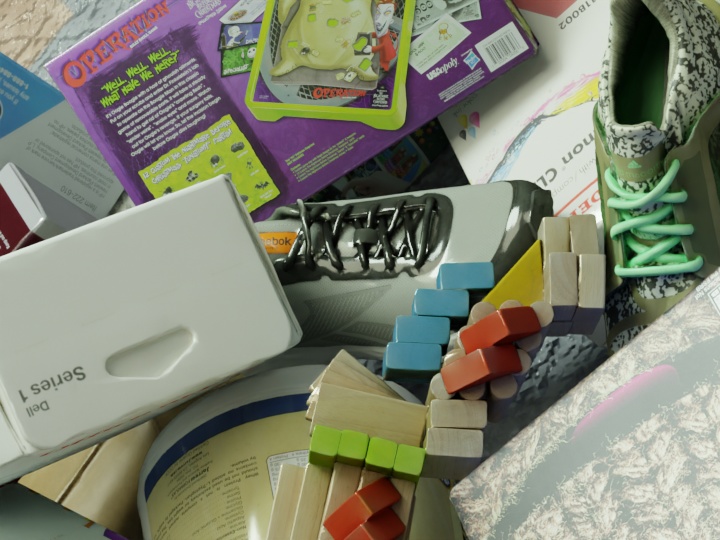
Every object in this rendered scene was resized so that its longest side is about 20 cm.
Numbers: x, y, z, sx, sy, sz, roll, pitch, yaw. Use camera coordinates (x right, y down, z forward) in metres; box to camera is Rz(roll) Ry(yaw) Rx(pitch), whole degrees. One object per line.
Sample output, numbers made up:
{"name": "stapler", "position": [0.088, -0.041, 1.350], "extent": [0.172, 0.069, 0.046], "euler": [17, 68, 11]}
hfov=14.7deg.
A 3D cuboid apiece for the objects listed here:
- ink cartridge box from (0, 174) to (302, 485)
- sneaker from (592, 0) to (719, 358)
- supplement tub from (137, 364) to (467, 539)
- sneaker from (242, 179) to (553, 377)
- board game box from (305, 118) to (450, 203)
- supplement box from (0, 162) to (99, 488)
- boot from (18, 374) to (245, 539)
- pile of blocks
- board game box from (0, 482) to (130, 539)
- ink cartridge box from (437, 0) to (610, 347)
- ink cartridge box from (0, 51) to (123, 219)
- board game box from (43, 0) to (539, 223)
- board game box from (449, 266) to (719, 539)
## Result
{"name": "ink cartridge box", "position": [-0.138, 0.040, 1.229], "extent": [0.200, 0.146, 0.085], "euler": [-29, 85, 58]}
{"name": "sneaker", "position": [0.119, -0.031, 1.144], "extent": [0.077, 0.089, 0.201], "euler": [-10, 73, 28]}
{"name": "supplement tub", "position": [-0.016, 0.158, 1.199], "extent": [0.144, 0.144, 0.201], "euler": [-33, 47, 24]}
{"name": "sneaker", "position": [0.000, 0.000, 1.233], "extent": [0.199, 0.079, 0.074], "euler": [-17, 47, 37]}
{"name": "board game box", "position": [-0.006, -0.117, 1.355], "extent": [0.200, 0.147, 0.064], "euler": [-46, 41, 13]}
{"name": "supplement box", "position": [-0.202, 0.054, 1.463], "extent": [0.200, 0.109, 0.061], "euler": [-48, 42, 8]}
{"name": "boot", "position": [-0.109, 0.121, 1.374], "extent": [0.200, 0.066, 0.175], "euler": [-53, 33, 5]}
{"name": "pile of blocks", "position": [0.029, 0.045, 1.121], "extent": [0.082, 0.062, 0.200], "euler": [36, 75, 7]}
{"name": "board game box", "position": [-0.154, 0.216, 1.244], "extent": [0.103, 0.105, 0.201], "euler": [19, 123, 47]}
{"name": "ink cartridge box", "position": [0.115, -0.051, 1.261], "extent": [0.116, 0.067, 0.200], "euler": [-41, 45, 16]}
{"name": "ink cartridge box", "position": [-0.235, -0.025, 1.513], "extent": [0.085, 0.144, 0.201], "euler": [31, 88, 48]}
{"name": "board game box", "position": [-0.032, -0.099, 1.280], "extent": [0.199, 0.120, 0.032], "euler": [-31, 10, 13]}
{"name": "board game box", "position": [0.147, 0.123, 1.030], "extent": [0.159, 0.097, 0.200], "euler": [-42, 44, 16]}
